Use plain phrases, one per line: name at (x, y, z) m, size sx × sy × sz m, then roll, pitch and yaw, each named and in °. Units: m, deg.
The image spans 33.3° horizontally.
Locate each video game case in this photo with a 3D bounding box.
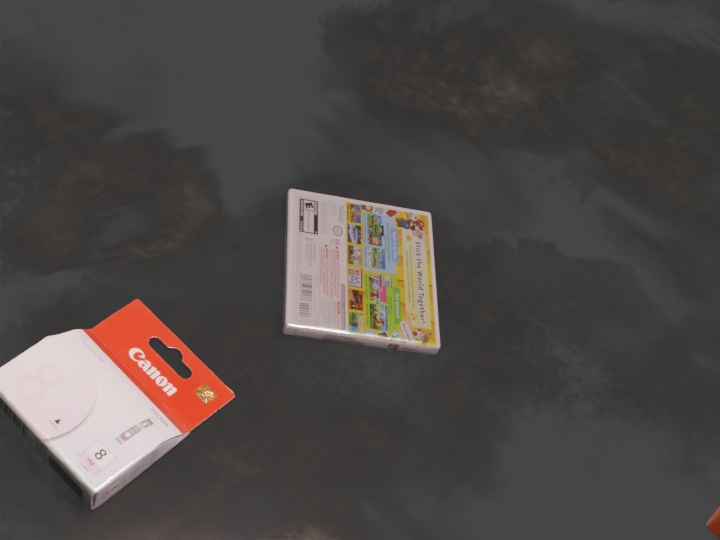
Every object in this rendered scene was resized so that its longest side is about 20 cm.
video game case at (0.000, 0.000, 1.410) m, size 0.182 × 0.023 × 0.200 m, roll 9°, pitch 52°, yaw -14°

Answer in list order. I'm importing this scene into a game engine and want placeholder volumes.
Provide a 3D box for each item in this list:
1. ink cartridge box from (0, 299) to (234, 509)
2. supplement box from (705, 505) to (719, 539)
ink cartridge box at (-0.247, 0.119, 1.217) m, size 0.163 × 0.057 × 0.200 m, roll 43°, pitch 57°, yaw 13°
supplement box at (0.477, 0.231, 1.362) m, size 0.069 × 0.067 × 0.200 m, roll 37°, pitch 61°, yaw 18°
